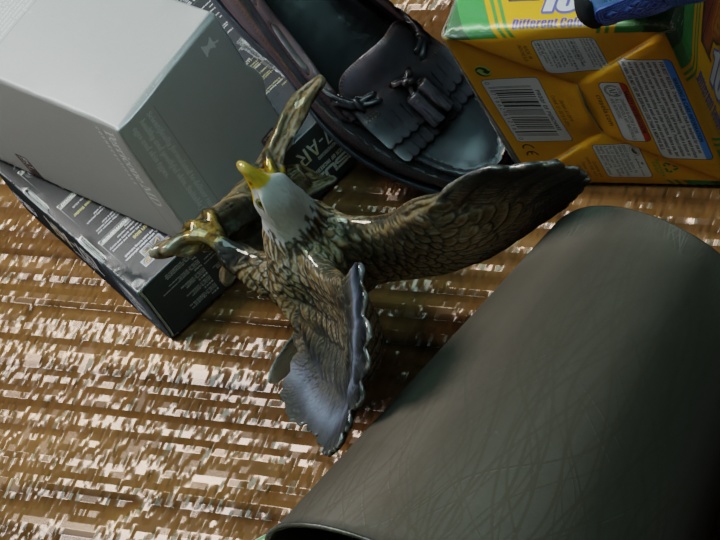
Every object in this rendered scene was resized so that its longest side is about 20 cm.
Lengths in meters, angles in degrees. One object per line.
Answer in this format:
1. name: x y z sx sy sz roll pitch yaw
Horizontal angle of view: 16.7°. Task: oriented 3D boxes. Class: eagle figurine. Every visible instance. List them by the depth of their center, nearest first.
1. eagle figurine: -0.005 -0.002 1.128 0.199 0.150 0.153 22 103 43

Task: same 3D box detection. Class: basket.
1. basket: 0.084 0.082 1.055 0.179 0.136 0.201 27 62 11

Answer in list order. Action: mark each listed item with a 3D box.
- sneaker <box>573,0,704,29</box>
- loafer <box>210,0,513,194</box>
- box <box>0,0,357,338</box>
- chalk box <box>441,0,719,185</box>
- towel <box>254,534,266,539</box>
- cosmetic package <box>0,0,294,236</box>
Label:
1. sneaker: 0.098 -0.188 1.130 0.089 0.079 0.201 -24 47 7
2. loafer: -0.006 -0.112 1.248 0.200 0.063 0.072 40 80 11
3. box: -0.082 -0.079 1.335 0.200 0.044 0.160 -45 47 -10
4. chalk box: 0.141 -0.158 1.220 0.123 0.125 0.201 3 57 30
5. towel: -0.089 0.183 1.074 0.152 0.024 0.200 -28 13 6
6. cosmetic package: -0.142 -0.096 1.278 0.199 0.107 0.090 25 69 42
